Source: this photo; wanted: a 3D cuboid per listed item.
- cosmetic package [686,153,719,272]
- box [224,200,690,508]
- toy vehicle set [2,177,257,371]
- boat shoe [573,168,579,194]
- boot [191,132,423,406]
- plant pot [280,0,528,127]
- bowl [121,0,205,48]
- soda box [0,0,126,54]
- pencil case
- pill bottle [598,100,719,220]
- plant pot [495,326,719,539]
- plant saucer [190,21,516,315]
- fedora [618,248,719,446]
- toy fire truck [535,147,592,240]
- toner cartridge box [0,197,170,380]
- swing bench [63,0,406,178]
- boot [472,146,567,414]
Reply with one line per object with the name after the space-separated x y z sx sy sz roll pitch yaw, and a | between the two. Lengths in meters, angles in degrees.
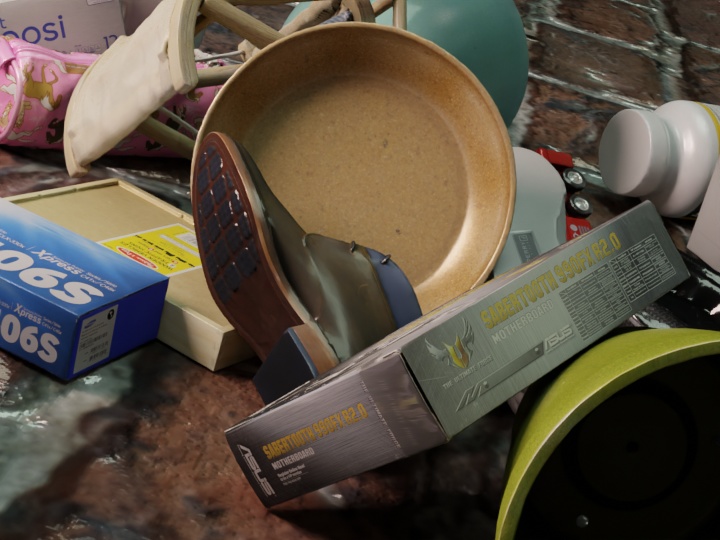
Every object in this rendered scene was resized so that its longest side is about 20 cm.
0.402 -0.061 1.279 0.123 0.200 0.199 4 24 -24 | cosmetic package
0.050 0.043 0.774 0.200 0.158 0.048 -28 88 -39 | box
-0.129 -0.004 0.984 0.200 0.027 0.124 28 24 26 | toy vehicle set
0.084 -0.049 1.215 0.200 0.071 0.069 -10 6 -36 | boat shoe
-0.029 0.005 0.894 0.097 0.075 0.200 -6 64 -36 | boot
0.017 -0.169 1.291 0.200 0.201 0.161 27 33 25 | plant pot
-0.220 -0.235 1.286 0.199 0.200 0.075 12 42 -15 | bowl
-0.288 -0.188 1.184 0.200 0.064 0.068 -14 30 -14 | soda box
-0.193 -0.132 1.170 0.200 0.087 0.083 -1 5 -32 | pencil case
0.332 -0.103 1.455 0.200 0.112 0.112 4 24 -28 | pill bottle
0.147 0.109 0.716 0.200 0.201 0.193 14 9 -6 | plant pot
-0.004 -0.052 0.941 0.200 0.201 0.035 16 -6 0 | plant saucer
0.201 0.058 0.963 0.200 0.092 0.201 26 20 -10 | fedora
0.101 -0.051 1.126 0.141 0.049 0.200 9 50 -23 | toy fire truck
-0.222 -0.005 0.898 0.200 0.043 0.095 24 21 19 | toner cartridge box
-0.083 -0.139 1.070 0.200 0.130 0.199 9 -18 -31 | swing bench
0.103 0.010 0.988 0.073 0.096 0.200 -1 40 -1 | boot
